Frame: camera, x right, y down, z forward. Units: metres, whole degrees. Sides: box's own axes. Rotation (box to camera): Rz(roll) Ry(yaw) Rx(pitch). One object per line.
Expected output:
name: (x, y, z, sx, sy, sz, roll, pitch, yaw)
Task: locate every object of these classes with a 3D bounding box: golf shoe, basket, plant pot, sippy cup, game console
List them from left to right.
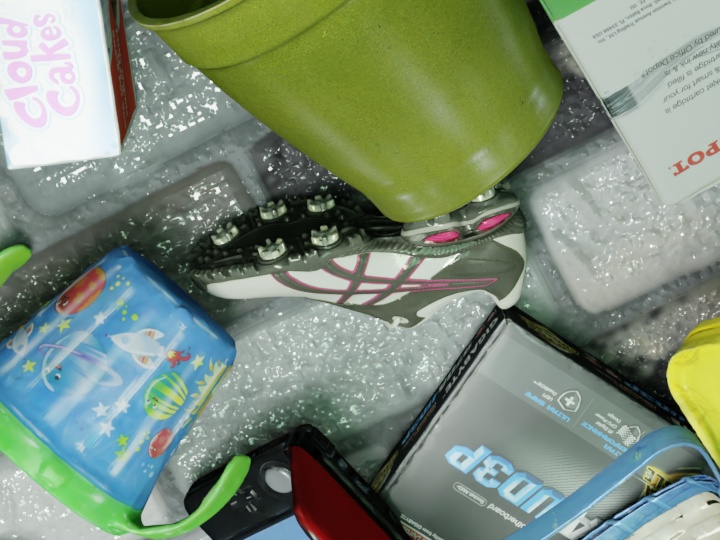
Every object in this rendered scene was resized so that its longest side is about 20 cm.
sippy cup: (-0.145, 0.062, 1.630, 0.178, 0.140, 0.130, 42, 92, -19)
game console: (-0.007, 0.202, 1.637, 0.172, 0.119, 0.200, -29, 110, 39)
golf shoe: (0.000, 0.000, 1.645, 0.200, 0.077, 0.088, -10, 119, 5)
plant pot: (0.008, -0.135, 1.559, 0.200, 0.200, 0.193, -37, 114, 8)
basket: (0.155, 0.193, 1.609, 0.176, 0.139, 0.200, -34, 133, 7)

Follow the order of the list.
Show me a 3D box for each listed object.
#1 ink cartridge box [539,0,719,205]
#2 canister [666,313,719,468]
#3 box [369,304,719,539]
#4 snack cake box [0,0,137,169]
ink cartridge box: (0.181, -0.154, 1.569, 0.147, 0.083, 0.200, -29, 128, 6)
canister: (0.283, 0.041, 1.606, 0.200, 0.087, 0.149, -44, 106, -33)
box: (0.122, 0.136, 1.698, 0.200, 0.046, 0.159, 33, 102, -10)
snack cake box: (-0.174, -0.168, 1.571, 0.067, 0.115, 0.200, -7, 105, 1)
